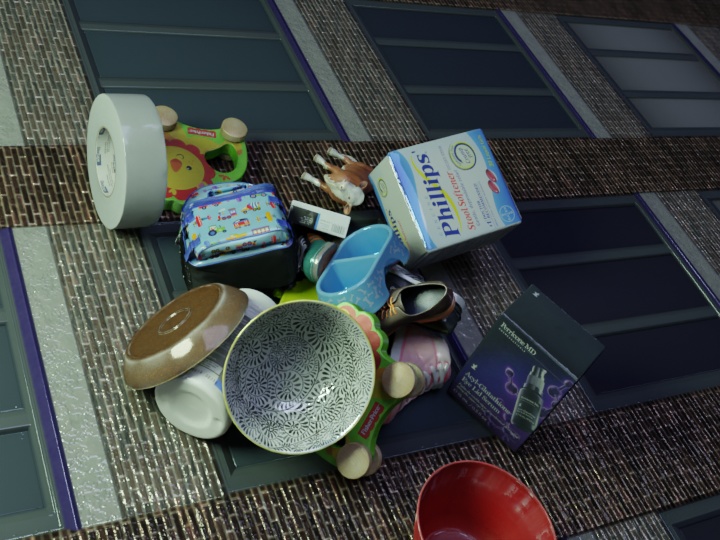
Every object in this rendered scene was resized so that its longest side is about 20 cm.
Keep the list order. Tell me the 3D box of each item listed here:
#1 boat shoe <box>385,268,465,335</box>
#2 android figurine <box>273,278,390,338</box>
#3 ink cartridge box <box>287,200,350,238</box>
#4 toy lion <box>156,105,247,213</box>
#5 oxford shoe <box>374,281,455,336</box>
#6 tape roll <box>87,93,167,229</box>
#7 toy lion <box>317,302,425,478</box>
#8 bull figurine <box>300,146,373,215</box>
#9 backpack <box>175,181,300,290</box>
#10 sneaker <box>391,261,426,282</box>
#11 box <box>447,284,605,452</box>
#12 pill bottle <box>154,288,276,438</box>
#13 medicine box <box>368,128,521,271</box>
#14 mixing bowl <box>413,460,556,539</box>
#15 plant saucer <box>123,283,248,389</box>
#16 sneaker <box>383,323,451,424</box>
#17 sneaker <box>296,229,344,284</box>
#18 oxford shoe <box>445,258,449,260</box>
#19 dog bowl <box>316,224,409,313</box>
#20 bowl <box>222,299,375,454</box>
[{"bbox_3d":[0.062,0.045,1.440,0.198,0.076,0.061,14,58,23],"label":"boat shoe"},{"bbox_3d":[-0.051,0.086,1.428,0.198,0.041,0.183,23,43,-6],"label":"android figurine"},{"bbox_3d":[-0.069,-0.085,1.531,0.098,0.040,0.200,16,4,-2],"label":"ink cartridge box"},{"bbox_3d":[-0.287,-0.178,1.557,0.197,0.069,0.194,6,54,-22],"label":"toy lion"},{"bbox_3d":[0.041,0.056,1.366,0.198,0.073,0.072,-20,72,4],"label":"oxford shoe"},{"bbox_3d":[-0.356,-0.165,1.400,0.065,0.201,0.202,-7,52,-31],"label":"tape roll"},{"bbox_3d":[-0.022,0.155,1.276,0.190,0.202,0.069,30,4,19],"label":"toy lion"},{"bbox_3d":[-0.029,-0.159,1.629,0.121,0.066,0.200,33,18,7],"label":"bull figurine"},{"bbox_3d":[-0.195,-0.064,1.416,0.180,0.136,0.201,-11,46,-10],"label":"backpack"},{"bbox_3d":[0.069,0.020,1.523,0.198,0.081,0.075,28,41,2],"label":"sneaker"},{"bbox_3d":[0.247,0.149,1.398,0.148,0.201,0.104,41,44,15],"label":"box"},{"bbox_3d":[-0.187,0.122,1.272,0.113,0.114,0.201,28,43,2],"label":"pill bottle"},{"bbox_3d":[0.143,-0.122,1.577,0.198,0.103,0.184,-18,79,-26],"label":"medicine box"},{"bbox_3d":[0.145,0.364,1.209,0.197,0.109,0.202,14,45,-15],"label":"mixing bowl"},{"bbox_3d":[-0.241,0.079,1.239,0.035,0.198,0.201,58,37,-23],"label":"plant saucer"},{"bbox_3d":[0.085,0.161,1.397,0.103,0.076,0.201,20,39,0],"label":"sneaker"},{"bbox_3d":[-0.077,-0.023,1.465,0.079,0.072,0.200,13,8,5],"label":"sneaker"},{"bbox_3d":[0.153,-0.069,1.676,0.198,0.072,0.072,-22,26,-31],"label":"oxford shoe"},{"bbox_3d":[0.000,0.000,1.386,0.110,0.050,0.201,-8,32,30],"label":"dog bowl"},{"bbox_3d":[-0.087,0.128,1.205,0.198,0.204,0.094,11,7,-17],"label":"bowl"}]
